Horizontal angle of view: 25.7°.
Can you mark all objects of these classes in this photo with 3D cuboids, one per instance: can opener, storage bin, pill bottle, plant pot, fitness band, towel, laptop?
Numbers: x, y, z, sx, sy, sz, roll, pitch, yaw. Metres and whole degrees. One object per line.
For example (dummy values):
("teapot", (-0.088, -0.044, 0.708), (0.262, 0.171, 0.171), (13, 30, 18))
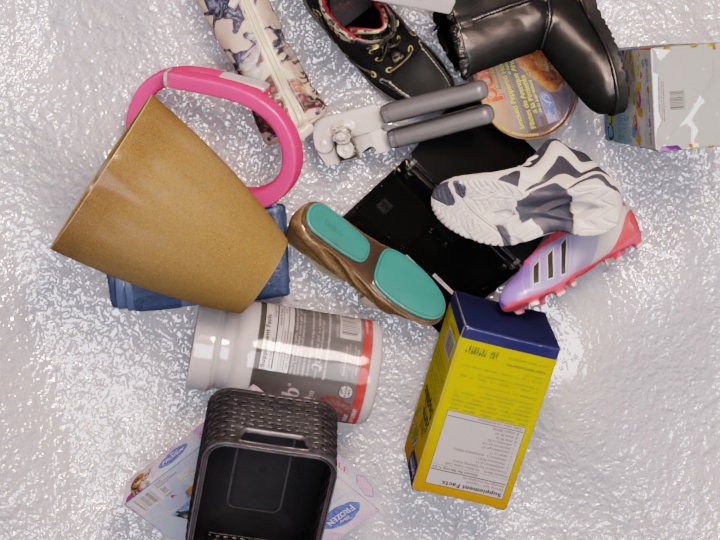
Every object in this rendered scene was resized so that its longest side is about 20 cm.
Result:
("can opener", (0.044, -0.159, 1.676), (0.200, 0.066, 0.053), (-13, 100, 17))
("storage bin", (-0.104, 0.231, 1.618), (0.135, 0.094, 0.200), (9, 121, -6))
("pill bottle", (-0.083, 0.096, 1.702), (0.200, 0.116, 0.116), (10, 98, -6))
("plant pot", (-0.181, -0.047, 1.603), (0.200, 0.186, 0.186), (33, 94, -10))
("fitness band", (-0.155, -0.138, 1.657), (0.200, 0.037, 0.144), (14, 118, 15))
("towel", (-0.175, -0.015, 1.710), (0.200, 0.049, 0.112), (-5, 100, -5))
("laptop", (0.103, -0.066, 1.749), (0.177, 0.103, 0.200), (43, 118, -10))

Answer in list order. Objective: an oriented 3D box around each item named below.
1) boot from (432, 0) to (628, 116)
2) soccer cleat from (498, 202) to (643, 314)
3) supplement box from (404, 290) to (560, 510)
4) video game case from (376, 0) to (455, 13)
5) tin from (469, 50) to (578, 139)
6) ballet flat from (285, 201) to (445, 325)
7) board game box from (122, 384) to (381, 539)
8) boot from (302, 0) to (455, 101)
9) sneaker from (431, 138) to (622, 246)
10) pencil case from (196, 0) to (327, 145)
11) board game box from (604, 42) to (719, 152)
("boot", (0.173, -0.234, 1.636), (0.162, 0.073, 0.198), (-15, 75, -12))
("soccer cleat", (0.221, -0.018, 1.719), (0.200, 0.067, 0.077), (-28, 86, -24))
("supplement box", (0.129, 0.141, 1.716), (0.109, 0.110, 0.200), (14, 108, -8))
("video game case", (-0.015, -0.318, 1.582), (0.143, 0.200, 0.018), (1, 123, -44))
("tin", (0.164, -0.239, 1.709), (0.112, 0.042, 0.200), (-21, 98, -10))
("ballet flat", (0.000, 0.000, 1.711), (0.200, 0.072, 0.068), (33, 55, -18))
("board game box", (-0.117, 0.244, 1.706), (0.200, 0.041, 0.200), (-37, 116, 21))
("boot", (0.023, -0.235, 1.640), (0.204, 0.154, 0.073), (42, 93, -10))
("sneaker", (0.179, -0.089, 1.696), (0.199, 0.130, 0.080), (-6, 112, 10))
("pencil case", (-0.105, -0.231, 1.662), (0.078, 0.089, 0.200), (-26, 101, -1))
("board game box", (0.329, -0.185, 1.654), (0.103, 0.200, 0.105), (-5, 99, -5))
